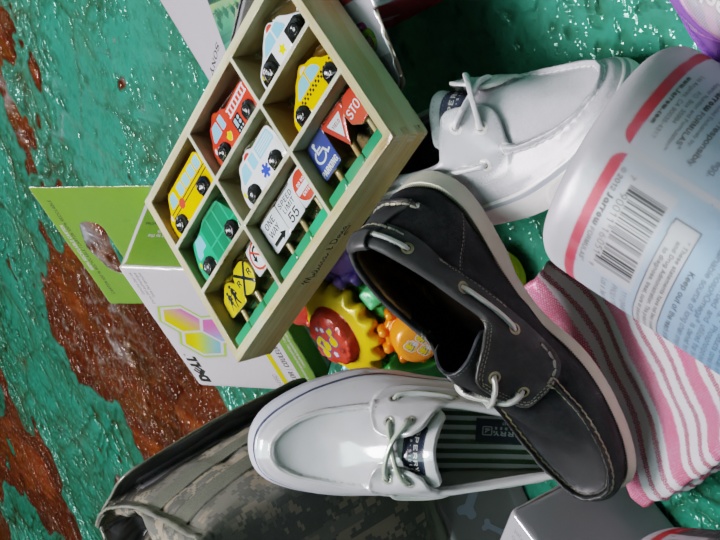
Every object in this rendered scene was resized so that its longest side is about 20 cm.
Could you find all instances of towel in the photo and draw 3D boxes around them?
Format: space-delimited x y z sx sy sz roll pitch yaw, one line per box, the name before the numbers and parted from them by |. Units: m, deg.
towel | 0.145 0.033 0.772 0.200 0.030 0.147 114 134 -68

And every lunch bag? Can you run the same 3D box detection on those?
lunch bag | -0.069 0.152 1.010 0.200 0.164 0.118 8 121 58

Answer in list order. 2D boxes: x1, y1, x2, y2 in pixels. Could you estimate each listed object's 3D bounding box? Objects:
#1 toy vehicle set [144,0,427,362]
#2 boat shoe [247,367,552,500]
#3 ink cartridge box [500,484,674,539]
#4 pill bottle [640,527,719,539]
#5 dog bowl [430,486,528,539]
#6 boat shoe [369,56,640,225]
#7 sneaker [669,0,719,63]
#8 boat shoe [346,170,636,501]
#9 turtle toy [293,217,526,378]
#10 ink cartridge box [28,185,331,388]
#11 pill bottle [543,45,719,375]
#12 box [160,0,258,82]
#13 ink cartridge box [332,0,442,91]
toy vehicle set | -0.049 -0.057 0.872 0.124 0.026 0.200 56 135 23
boat shoe | 0.034 0.093 0.877 0.067 0.199 0.074 -103 6 -80
ink cartridge box | 0.137 0.234 0.910 0.145 0.083 0.200 51 147 30
pill bottle | 0.214 0.179 0.697 0.200 0.114 0.114 -5 104 52
dog bowl | 0.041 0.172 1.066 0.200 0.058 0.201 40 140 44
boat shoe | 0.063 -0.070 0.810 0.068 0.072 0.200 34 152 -25
sneaker | 0.178 -0.109 0.628 0.200 0.080 0.089 54 156 35
boat shoe | 0.068 0.046 0.806 0.200 0.068 0.072 53 139 -8
turtle toy | 0.000 0.000 0.949 0.200 0.101 0.146 50 149 8
ink cartridge box | -0.128 0.012 1.083 0.199 0.076 0.148 1 144 22
pill bottle | 0.181 0.002 0.618 0.200 0.109 0.109 35 141 18
box | -0.101 -0.222 0.900 0.200 0.036 0.145 57 150 24
ink cartridge box | -0.018 -0.179 0.906 0.200 0.084 0.176 -11 98 62
